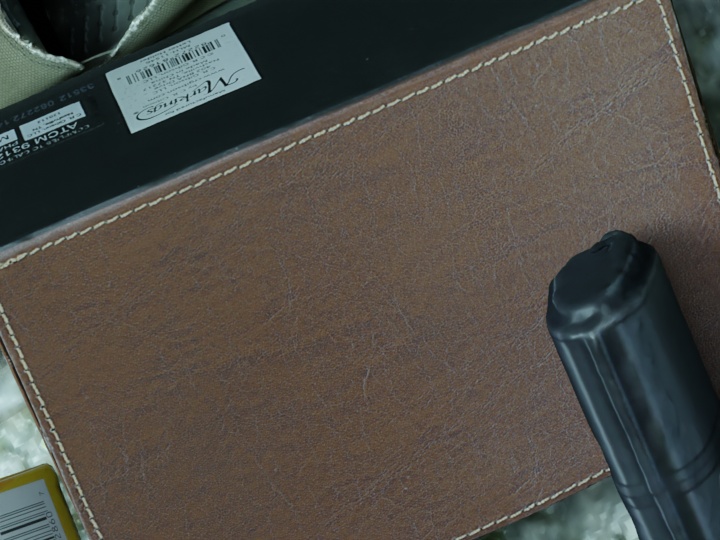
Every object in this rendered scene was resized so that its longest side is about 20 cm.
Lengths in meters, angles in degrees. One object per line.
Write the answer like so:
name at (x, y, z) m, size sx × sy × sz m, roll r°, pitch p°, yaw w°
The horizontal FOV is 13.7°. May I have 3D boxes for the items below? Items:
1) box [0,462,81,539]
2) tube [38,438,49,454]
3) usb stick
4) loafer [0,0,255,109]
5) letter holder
box at (-0.145, 0.144, 0.860) m, size 0.200 × 0.041 × 0.119 m, roll -26°, pitch 84°, yaw 34°
tube at (-0.027, -0.011, 0.923) m, size 0.200 × 0.052 × 0.058 m, roll -63°, pitch 31°, yaw 11°
usb stick at (0.100, 0.084, 0.814) m, size 0.033 × 0.055 × 0.200 m, roll -20°, pitch 108°, yaw 15°
loafer at (-0.104, -0.078, 0.909) m, size 0.200 × 0.070 × 0.075 m, roll -36°, pitch 74°, yaw 16°
letter holder at (0.000, 0.000, 0.851) m, size 0.200 × 0.101 × 0.142 m, roll -23°, pitch 116°, yaw -4°
